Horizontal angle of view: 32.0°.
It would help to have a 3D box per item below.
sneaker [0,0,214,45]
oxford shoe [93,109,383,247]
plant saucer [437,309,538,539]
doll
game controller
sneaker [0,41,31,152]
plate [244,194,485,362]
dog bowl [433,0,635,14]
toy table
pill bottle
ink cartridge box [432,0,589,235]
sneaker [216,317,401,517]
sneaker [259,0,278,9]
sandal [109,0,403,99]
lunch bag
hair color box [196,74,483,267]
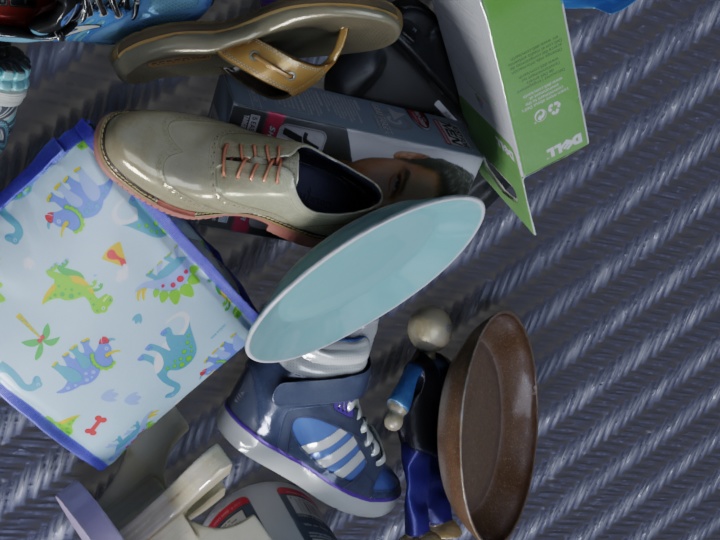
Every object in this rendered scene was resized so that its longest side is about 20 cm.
[{"bbox_3d":[-0.184,-0.170,0.801,0.197,0.090,0.080,-8,119,-24],"label":"sneaker"},{"bbox_3d":[-0.075,-0.070,0.824,0.197,0.073,0.072,12,71,-32],"label":"oxford shoe"},{"bbox_3d":[0.109,0.136,1.090,0.200,0.036,0.204,0,90,-65],"label":"plant saucer"},{"bbox_3d":[0.058,0.132,1.082,0.136,0.048,0.204,-10,100,-63],"label":"doll"},{"bbox_3d":[0.059,-0.120,0.990,0.104,0.042,0.200,-38,127,14],"label":"game controller"},{"bbox_3d":[-0.308,-0.105,0.783,0.197,0.078,0.088,4,118,-28],"label":"sneaker"},{"bbox_3d":[0.000,0.000,0.892,0.198,0.026,0.201,-30,164,-10],"label":"plate"},{"bbox_3d":[0.140,-0.238,0.955,0.198,0.050,0.113,-26,124,-12],"label":"dog bowl"},{"bbox_3d":[-0.153,0.190,0.970,0.116,0.200,0.185,-36,93,-17],"label":"toy table"},{"bbox_3d":[-0.055,0.279,1.037,0.118,0.200,0.121,-11,121,-20],"label":"pill bottle"},{"bbox_3d":[0.108,-0.138,0.897,0.059,0.104,0.202,-25,128,-7],"label":"ink cartridge box"},{"bbox_3d":[-0.008,0.111,1.045,0.199,0.081,0.147,31,104,-30],"label":"sneaker"},{"bbox_3d":[0.007,-0.241,0.849,0.080,0.083,0.201,40,94,2],"label":"sneaker"},{"bbox_3d":[-0.067,-0.140,0.837,0.196,0.080,0.055,-10,81,-1],"label":"sandal"},{"bbox_3d":[-0.192,0.012,0.872,0.170,0.128,0.200,-42,137,-1],"label":"lunch bag"},{"bbox_3d":[-0.019,-0.074,0.933,0.197,0.061,0.100,9,120,-23],"label":"hair color box"}]
